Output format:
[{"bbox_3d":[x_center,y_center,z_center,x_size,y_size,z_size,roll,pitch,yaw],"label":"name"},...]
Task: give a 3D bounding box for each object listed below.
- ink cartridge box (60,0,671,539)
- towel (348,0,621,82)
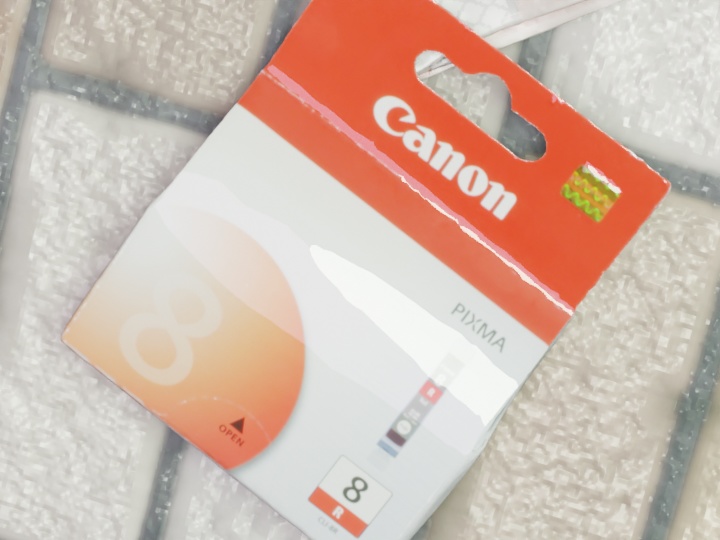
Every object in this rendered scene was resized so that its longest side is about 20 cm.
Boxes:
[{"bbox_3d":[0.000,0.000,1.126,0.162,0.050,0.200,38,117,2],"label":"ink cartridge box"},{"bbox_3d":[0.057,-0.193,1.106,0.190,0.032,0.201,-23,96,14],"label":"towel"}]
